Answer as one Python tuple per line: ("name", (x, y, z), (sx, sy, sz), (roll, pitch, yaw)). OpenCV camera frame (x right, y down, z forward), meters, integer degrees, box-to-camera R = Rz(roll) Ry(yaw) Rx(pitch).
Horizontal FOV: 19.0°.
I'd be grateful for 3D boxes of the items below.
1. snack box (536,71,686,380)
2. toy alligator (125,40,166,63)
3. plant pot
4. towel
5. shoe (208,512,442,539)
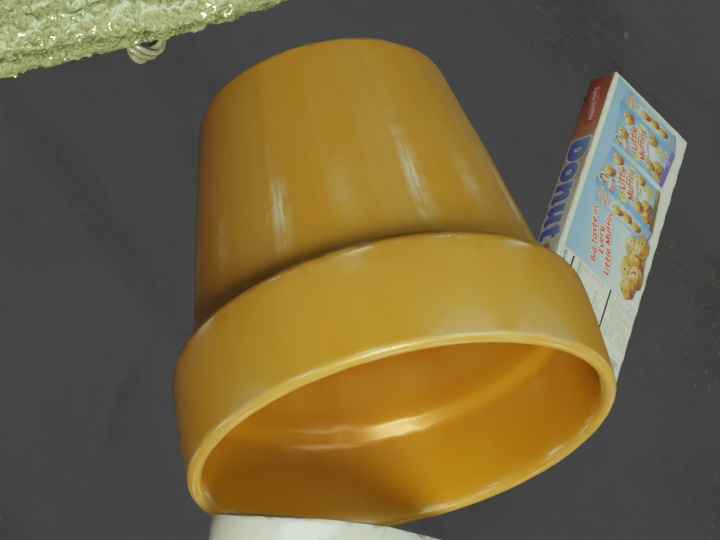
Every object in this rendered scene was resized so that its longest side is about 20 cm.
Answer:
("snack box", (0.140, -0.020, 1.253), (0.072, 0.024, 0.201), (40, 52, -26))
("toy alligator", (-0.073, -0.194, 1.086), (0.059, 0.054, 0.201), (33, 56, -31))
("plant pot", (0.000, 0.000, 1.011), (0.199, 0.200, 0.184), (12, 53, -41))
("towel", (-0.125, -0.174, 1.009), (0.199, 0.036, 0.149), (-15, 88, -28))
("shoe", (0.001, 0.167, 1.004), (0.200, 0.071, 0.092), (20, 74, -50))
